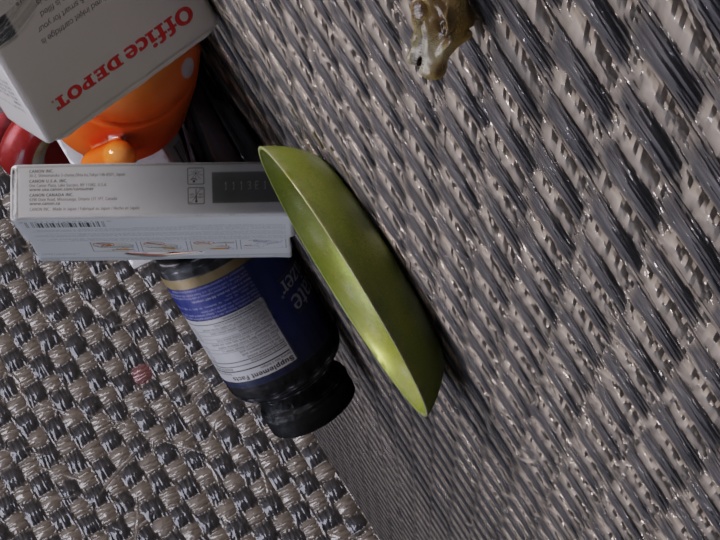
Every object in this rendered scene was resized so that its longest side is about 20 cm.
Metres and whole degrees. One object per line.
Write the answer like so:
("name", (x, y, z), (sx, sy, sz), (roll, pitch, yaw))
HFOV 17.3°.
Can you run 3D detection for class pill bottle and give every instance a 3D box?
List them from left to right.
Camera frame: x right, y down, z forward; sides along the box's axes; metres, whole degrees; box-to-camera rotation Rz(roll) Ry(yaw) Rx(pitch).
("pill bottle", (-0.087, 0.043, 2.056), (0.200, 0.112, 0.112), (60, 174, -23))

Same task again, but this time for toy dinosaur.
("toy dinosaur", (-0.012, -0.148, 0.781), (0.101, 0.058, 0.200), (34, 168, 38))

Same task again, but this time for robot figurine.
("robot figurine", (-0.175, -0.146, 1.726), (0.117, 0.144, 0.200), (40, 164, 3))

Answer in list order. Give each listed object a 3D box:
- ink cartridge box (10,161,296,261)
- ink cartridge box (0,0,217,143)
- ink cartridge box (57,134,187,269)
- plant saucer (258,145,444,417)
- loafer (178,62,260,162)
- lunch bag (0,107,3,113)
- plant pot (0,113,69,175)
("ink cartridge box", (-0.146, -0.042, 1.722), (0.174, 0.199, 0.044), (101, 168, -82))
("ink cartridge box", (-0.205, -0.206, 1.521), (0.084, 0.145, 0.200), (28, 151, 57))
("ink cartridge box", (-0.186, -0.124, 1.944), (0.200, 0.086, 0.146), (59, -162, -13))
("plant saucer", (0.000, 0.000, 1.491), (0.200, 0.031, 0.200), (57, 175, 8))
("loafer", (-0.139, -0.127, 1.838), (0.200, 0.063, 0.072), (54, 173, 36))
("lunch bag", (-0.271, -0.234, 1.783), (0.127, 0.170, 0.200), (9, -149, -34))
("plant pot", (-0.305, -0.195, 2.231), (0.183, 0.200, 0.200), (54, 173, 16))
